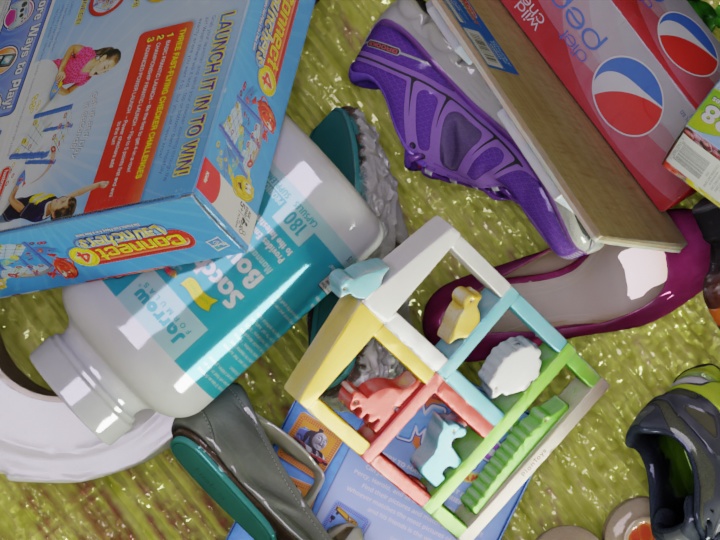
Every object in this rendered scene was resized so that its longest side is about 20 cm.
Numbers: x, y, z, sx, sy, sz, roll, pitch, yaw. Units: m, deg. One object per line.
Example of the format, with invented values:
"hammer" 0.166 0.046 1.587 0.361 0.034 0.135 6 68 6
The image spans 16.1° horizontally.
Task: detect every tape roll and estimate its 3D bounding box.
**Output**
"tape roll" -0.175 0.028 1.539 0.202 0.071 0.203 0 88 2

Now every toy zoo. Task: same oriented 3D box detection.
"toy zoo" 0.043 0.058 1.455 0.131 0.020 0.200 -49 127 -1

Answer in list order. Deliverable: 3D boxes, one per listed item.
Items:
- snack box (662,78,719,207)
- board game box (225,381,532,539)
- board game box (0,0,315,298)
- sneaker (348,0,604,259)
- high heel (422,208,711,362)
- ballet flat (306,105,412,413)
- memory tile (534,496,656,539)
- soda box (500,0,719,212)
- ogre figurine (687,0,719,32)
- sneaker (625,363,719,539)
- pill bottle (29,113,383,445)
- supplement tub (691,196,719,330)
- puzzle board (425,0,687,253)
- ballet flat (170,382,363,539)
"snack box" 0.299 -0.071 1.427 0.200 0.068 0.169 37 71 7
"board game box" 0.008 0.149 1.542 0.151 0.037 0.201 26 91 3
"board game box" -0.136 -0.089 1.434 0.195 0.056 0.201 -9 50 31
"sneaker" 0.071 -0.074 1.527 0.083 0.081 0.200 -48 66 15
"high heel" 0.133 0.006 1.510 0.199 0.096 0.068 -13 88 3
"ballet flat" 0.000 0.000 1.522 0.071 0.072 0.201 -1 61 3
"memory tile" 0.117 0.232 1.523 0.199 0.017 0.154 -19 96 -6
"soda box" 0.154 -0.139 1.509 0.200 0.063 0.070 53 134 6
"ogre figurine" 0.232 -0.228 1.513 0.098 0.200 0.120 -22 73 -42
"sneaker" 0.214 0.159 1.501 0.081 0.074 0.201 -20 79 -38
"pill bottle" -0.091 0.007 1.445 0.200 0.111 0.111 -43 87 -2
"supplement tub" 0.269 0.036 1.489 0.107 0.107 0.201 -27 93 2
"puzzle board" 0.105 -0.093 1.472 0.017 0.151 0.200 -39 73 20
"ballet flat" -0.033 0.152 1.493 0.064 0.067 0.200 -39 97 -28
